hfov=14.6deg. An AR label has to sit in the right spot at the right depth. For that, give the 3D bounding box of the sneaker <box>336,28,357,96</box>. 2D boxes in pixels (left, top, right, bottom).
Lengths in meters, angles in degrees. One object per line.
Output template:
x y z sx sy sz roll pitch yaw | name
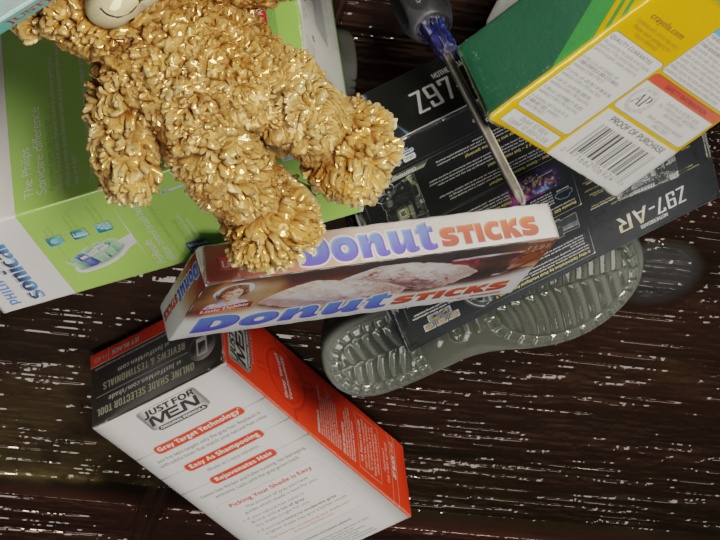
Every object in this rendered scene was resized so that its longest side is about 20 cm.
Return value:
-0.085 -0.065 1.519 0.104 0.060 0.200 9 140 -24 | sneaker

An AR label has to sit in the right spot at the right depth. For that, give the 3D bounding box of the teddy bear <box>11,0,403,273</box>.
-0.071 -0.089 1.286 0.145 0.067 0.200 -23 108 9 | teddy bear

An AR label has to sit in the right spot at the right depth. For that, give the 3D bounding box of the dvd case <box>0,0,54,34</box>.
-0.158 -0.220 1.235 0.146 0.200 0.022 -29 170 13 | dvd case

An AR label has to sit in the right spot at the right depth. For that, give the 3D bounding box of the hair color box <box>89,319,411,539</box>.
-0.065 0.102 1.712 0.101 0.061 0.200 -26 136 22 | hair color box

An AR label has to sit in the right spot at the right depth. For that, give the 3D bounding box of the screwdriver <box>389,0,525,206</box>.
0.052 -0.097 1.396 0.029 0.200 0.028 -10 134 -21 | screwdriver

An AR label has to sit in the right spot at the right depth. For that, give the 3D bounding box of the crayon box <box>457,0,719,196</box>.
0.164 -0.128 1.374 0.200 0.052 0.126 -35 146 21 | crayon box

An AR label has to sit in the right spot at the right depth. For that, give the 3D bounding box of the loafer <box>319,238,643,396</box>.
0.066 0.008 1.624 0.200 0.070 0.075 -16 123 -9 | loafer

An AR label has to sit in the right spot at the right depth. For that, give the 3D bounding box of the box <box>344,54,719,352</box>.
0.087 -0.060 1.514 0.200 0.044 0.160 -27 139 -4 | box

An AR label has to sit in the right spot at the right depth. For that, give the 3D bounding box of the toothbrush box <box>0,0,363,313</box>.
-0.111 -0.082 1.425 0.200 0.146 0.086 -16 146 9 | toothbrush box

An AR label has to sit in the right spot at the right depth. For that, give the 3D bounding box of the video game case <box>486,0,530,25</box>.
0.177 -0.182 1.371 0.182 0.023 0.200 -3 142 -28 | video game case

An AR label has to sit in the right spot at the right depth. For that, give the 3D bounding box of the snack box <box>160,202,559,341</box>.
0.000 0.000 1.452 0.200 0.024 0.072 -8 159 -24 | snack box
